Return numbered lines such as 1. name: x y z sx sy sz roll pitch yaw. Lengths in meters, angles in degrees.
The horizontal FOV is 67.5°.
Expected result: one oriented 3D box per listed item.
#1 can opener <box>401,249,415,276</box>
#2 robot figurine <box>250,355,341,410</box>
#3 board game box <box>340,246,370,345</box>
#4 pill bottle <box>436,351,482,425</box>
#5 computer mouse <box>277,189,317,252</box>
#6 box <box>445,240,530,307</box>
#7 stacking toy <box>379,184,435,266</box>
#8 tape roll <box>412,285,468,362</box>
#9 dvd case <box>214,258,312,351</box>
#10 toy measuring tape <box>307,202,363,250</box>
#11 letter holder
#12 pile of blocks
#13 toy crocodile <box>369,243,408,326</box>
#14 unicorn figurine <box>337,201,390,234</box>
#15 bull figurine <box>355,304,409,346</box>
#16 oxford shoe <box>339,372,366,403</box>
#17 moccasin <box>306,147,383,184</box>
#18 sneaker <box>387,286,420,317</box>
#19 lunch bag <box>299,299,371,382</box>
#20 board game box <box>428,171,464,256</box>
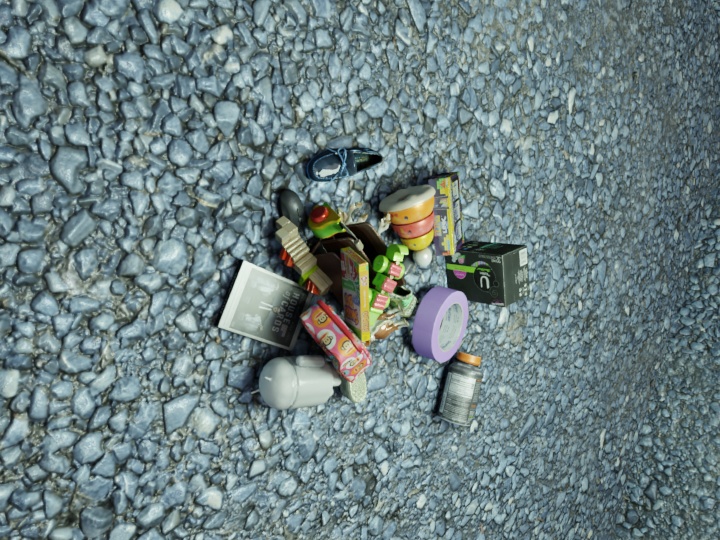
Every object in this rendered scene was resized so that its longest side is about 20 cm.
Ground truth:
1. can opener: 0.138 -0.076 1.438 0.067 0.053 0.201 34 72 -4
2. robot figurine: -0.142 0.248 1.200 0.199 0.113 0.170 5 127 -41
3. board game box: -0.010 0.059 1.160 0.030 0.096 0.202 -15 118 -21
4. pill bottle: 0.297 0.342 1.581 0.106 0.106 0.202 18 85 -39
5. computer mouse: -0.130 -0.089 1.214 0.059 0.034 0.201 -39 119 -30
6. box: 0.357 0.004 1.521 0.124 0.199 0.150 -18 107 -37
7. stacking toy: 0.141 -0.102 1.356 0.146 0.146 0.201 -32 112 -32
8. tape roll: 0.223 0.148 1.488 0.199 0.065 0.202 -22 119 -47
9. dvd case: -0.205 0.080 1.182 0.199 0.025 0.151 26 80 -38
10. toy measuring tape: -0.065 -0.086 1.175 0.073 0.200 0.074 -16 130 -21
11. letter holder: 0.000 0.000 1.245 0.201 0.141 0.101 57 44 -32
12. pile of blocks: -0.142 -0.018 1.187 0.062 0.082 0.201 -38 103 -29
13. toy crocodile: 0.051 0.033 1.202 0.067 0.062 0.201 22 96 -35
14. unicorn figurine: 0.016 -0.081 1.296 0.199 0.138 0.074 27 33 -11
15. bull figurine: 0.052 0.134 1.308 0.121 0.200 0.066 -24 84 6
16. oxford shoe: -0.024 0.226 1.336 0.075 0.058 0.202 3 79 -33
17. moccasin: -0.032 -0.255 1.248 0.199 0.068 0.081 -26 112 -34
18. sneaker: 0.105 0.069 1.394 0.200 0.088 0.077 36 73 -38
19. lunch bag: -0.063 0.152 1.203 0.082 0.176 0.200 -41 156 -10
20. board game box: 0.232 -0.155 1.444 0.165 0.056 0.202 -35 121 -64
